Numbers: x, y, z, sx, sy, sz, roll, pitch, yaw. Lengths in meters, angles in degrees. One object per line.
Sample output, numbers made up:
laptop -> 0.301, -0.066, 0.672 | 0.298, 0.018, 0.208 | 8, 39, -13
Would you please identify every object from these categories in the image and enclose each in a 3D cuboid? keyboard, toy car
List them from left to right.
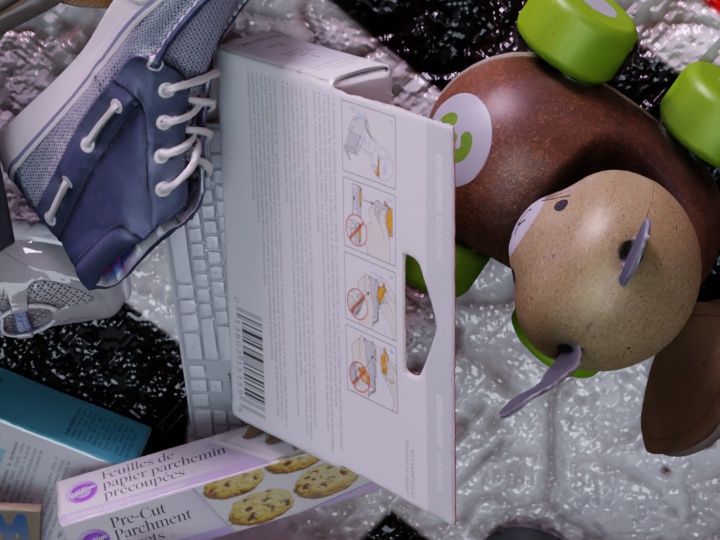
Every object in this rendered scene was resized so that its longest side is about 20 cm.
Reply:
keyboard -> -0.071, 0.017, 1.114 | 0.056, 0.011, 0.201 | -2, 114, 9
toy car -> 0.096, -0.013, 0.971 | 0.157, 0.200, 0.165 | 30, 115, -6

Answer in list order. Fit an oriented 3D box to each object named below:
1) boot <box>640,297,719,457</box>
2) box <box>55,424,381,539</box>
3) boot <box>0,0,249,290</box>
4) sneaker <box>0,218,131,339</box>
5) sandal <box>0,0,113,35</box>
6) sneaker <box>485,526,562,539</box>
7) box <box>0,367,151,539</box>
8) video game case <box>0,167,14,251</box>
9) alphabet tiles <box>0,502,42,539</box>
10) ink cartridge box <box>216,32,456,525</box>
boot -> 0.235, 0.035, 1.042 | 0.145, 0.071, 0.200 | -2, 152, -16
box -> -0.058, 0.108, 1.105 | 0.199, 0.039, 0.042 | -16, 123, -3
boot -> -0.090, -0.079, 1.010 | 0.200, 0.073, 0.091 | -43, 76, 36
sneaker -> -0.214, 0.030, 1.084 | 0.199, 0.082, 0.075 | -8, 150, 3
sandal -> -0.122, -0.150, 1.012 | 0.199, 0.082, 0.055 | -31, 124, 19
sneaker -> 0.053, 0.233, 1.155 | 0.073, 0.082, 0.201 | 22, 117, -5
box -> -0.222, 0.092, 1.148 | 0.199, 0.049, 0.083 | 22, 116, -2
video game case -> -0.260, -0.111, 1.035 | 0.180, 0.025, 0.201 | 9, 118, 33
alphabet tiles -> -0.275, 0.177, 1.150 | 0.199, 0.008, 0.168 | 3, 135, -8
ink cartridge box -> 0.000, 0.000, 1.017 | 0.173, 0.043, 0.201 | 21, 121, 45
